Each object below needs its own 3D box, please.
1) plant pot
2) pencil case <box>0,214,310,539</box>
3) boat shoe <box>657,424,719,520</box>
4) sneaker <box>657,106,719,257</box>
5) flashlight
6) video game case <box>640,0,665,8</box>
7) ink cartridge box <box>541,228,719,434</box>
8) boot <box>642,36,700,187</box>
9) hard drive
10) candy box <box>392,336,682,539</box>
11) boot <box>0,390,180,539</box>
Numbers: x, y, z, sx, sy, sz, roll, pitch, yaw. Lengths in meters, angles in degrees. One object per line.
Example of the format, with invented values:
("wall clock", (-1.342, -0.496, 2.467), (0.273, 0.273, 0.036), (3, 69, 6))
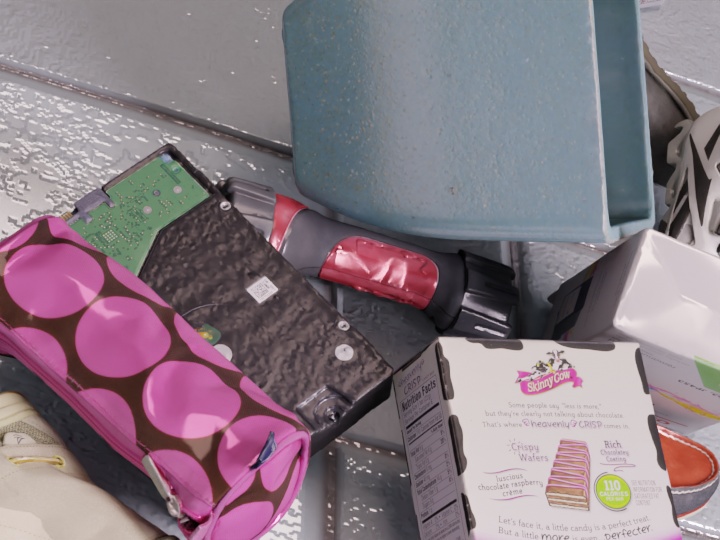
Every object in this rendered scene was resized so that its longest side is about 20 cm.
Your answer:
("plant pot", (0.063, -0.112, 1.223), (0.200, 0.196, 0.196), (-3, 3, 16))
("pencil case", (-0.120, 0.058, 1.024), (0.200, 0.091, 0.094), (38, 49, 21))
("boat shoe", (0.133, 0.100, 1.196), (0.200, 0.063, 0.071), (15, 38, -18))
("sneaker", (0.254, -0.033, 1.365), (0.074, 0.089, 0.200), (22, 58, -30))
("flashlight", (0.000, 0.000, 1.231), (0.200, 0.068, 0.068), (18, 79, -16))
("video game case", (0.136, -0.281, 1.667), (0.182, 0.022, 0.200), (-14, 53, -40))
("ink cartridge box", (0.183, 0.045, 1.232), (0.117, 0.200, 0.067), (22, 74, -6))
("boot", (0.149, -0.097, 1.402), (0.182, 0.073, 0.200), (54, 42, -7))
("hard drive", (-0.098, 0.035, 1.114), (0.140, 0.038, 0.200), (-37, 68, -23))
("candy box", (0.102, 0.139, 1.084), (0.136, 0.061, 0.200), (4, 65, -28))
("boot", (-0.171, 0.147, 0.950), (0.155, 0.072, 0.200), (37, 31, 12))
